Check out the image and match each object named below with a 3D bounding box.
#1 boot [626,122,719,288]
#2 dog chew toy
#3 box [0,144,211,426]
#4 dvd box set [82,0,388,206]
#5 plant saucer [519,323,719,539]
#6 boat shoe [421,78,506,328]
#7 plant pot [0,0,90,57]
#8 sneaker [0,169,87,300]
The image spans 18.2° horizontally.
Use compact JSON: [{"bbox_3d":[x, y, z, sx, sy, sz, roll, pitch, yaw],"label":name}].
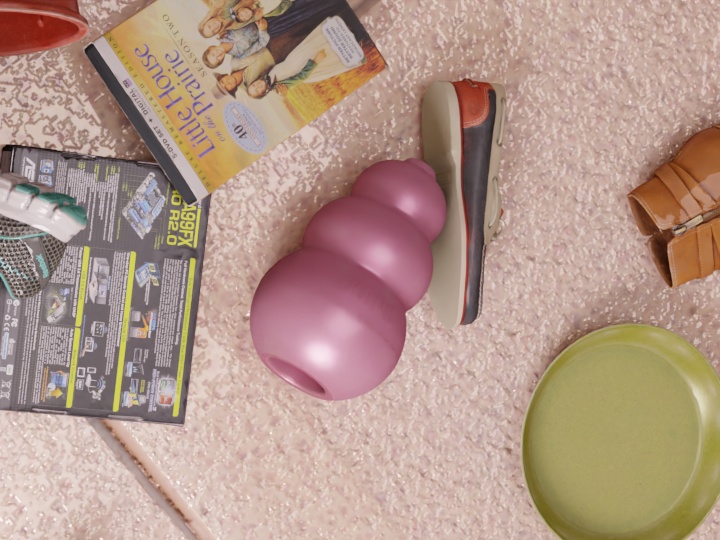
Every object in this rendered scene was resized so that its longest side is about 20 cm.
[{"bbox_3d":[0.324,-0.024,1.893,0.154,0.074,0.201,-33,92,-17],"label":"boot"},{"bbox_3d":[0.000,0.000,1.749,0.124,0.124,0.201,37,73,-18],"label":"dog chew toy"},{"bbox_3d":[-0.203,0.012,1.711,0.159,0.044,0.201,6,91,-21],"label":"box"},{"bbox_3d":[-0.094,-0.163,1.723,0.200,0.029,0.147,-36,96,-24],"label":"dvd box set"},{"bbox_3d":[0.219,0.143,1.883,0.199,0.031,0.201,-1,93,-20],"label":"plant saucer"},{"bbox_3d":[0.088,-0.054,1.804,0.062,0.071,0.201,-1,89,-29],"label":"boat shoe"},{"bbox_3d":[-0.296,-0.262,1.592,0.200,0.201,0.196,-2,86,-20],"label":"plant pot"},{"bbox_3d":[-0.303,-0.041,1.633,0.199,0.078,0.092,23,97,7],"label":"sneaker"}]
